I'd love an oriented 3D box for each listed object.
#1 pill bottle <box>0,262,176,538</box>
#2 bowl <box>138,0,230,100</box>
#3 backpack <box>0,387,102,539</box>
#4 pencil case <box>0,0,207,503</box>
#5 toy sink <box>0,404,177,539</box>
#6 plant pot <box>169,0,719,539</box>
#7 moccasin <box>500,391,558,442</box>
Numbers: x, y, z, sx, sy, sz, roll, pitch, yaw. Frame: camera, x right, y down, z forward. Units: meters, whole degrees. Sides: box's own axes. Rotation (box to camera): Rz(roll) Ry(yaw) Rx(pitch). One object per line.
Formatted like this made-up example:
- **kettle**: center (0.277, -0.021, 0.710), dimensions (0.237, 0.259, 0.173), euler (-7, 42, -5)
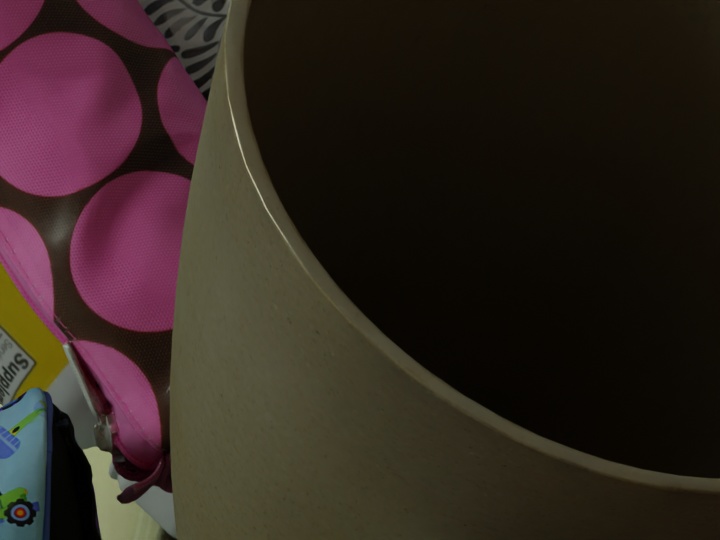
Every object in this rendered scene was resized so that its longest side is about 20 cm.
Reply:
- **pill bottle**: center (-0.097, -0.014, 1.002), dimensions (0.114, 0.200, 0.114), euler (-45, -6, -6)
- **bowl**: center (0.008, -0.113, 0.886), dimensions (0.094, 0.202, 0.201), euler (-22, -3, -26)
- **backpack**: center (-0.132, 0.134, 0.833), dimensions (0.201, 0.134, 0.183), euler (-94, 8, -45)
- **pencil case**: center (-0.085, -0.029, 0.901), dimensions (0.093, 0.200, 0.091), euler (-34, -14, -15)
- **toy sink**: center (-0.121, 0.089, 1.131), dimensions (0.200, 0.111, 0.131), euler (-81, -1, -49)
- **plant pot**: center (0.027, 0.030, 0.749), dimensions (0.200, 0.186, 0.188), euler (118, 170, -47)
- **moccasin**: center (0.036, 0.004, 0.927), dimensions (0.081, 0.068, 0.200), euler (-55, 17, 24)
